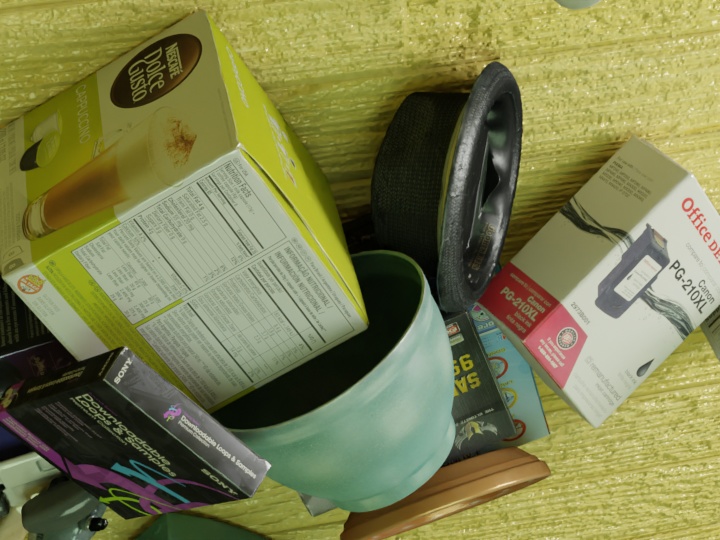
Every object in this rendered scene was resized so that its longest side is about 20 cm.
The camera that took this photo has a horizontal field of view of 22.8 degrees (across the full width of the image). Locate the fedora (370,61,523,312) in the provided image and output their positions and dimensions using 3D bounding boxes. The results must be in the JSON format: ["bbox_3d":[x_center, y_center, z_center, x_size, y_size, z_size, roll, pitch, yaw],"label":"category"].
[{"bbox_3d":[0.063,-0.071,1.422,0.091,0.201,0.201,10,132,18],"label":"fedora"}]

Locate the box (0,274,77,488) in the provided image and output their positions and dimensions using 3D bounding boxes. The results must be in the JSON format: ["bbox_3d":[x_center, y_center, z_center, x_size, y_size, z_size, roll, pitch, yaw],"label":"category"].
[{"bbox_3d":[-0.316,0.099,1.464,0.199,0.105,0.148,-18,131,-2],"label":"box"}]

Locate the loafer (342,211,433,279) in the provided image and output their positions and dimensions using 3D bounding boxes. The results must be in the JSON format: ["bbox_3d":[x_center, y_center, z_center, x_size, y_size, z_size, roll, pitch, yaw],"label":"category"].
[{"bbox_3d":[0.000,0.000,1.494,0.199,0.071,0.073,-13,130,-5],"label":"loafer"}]

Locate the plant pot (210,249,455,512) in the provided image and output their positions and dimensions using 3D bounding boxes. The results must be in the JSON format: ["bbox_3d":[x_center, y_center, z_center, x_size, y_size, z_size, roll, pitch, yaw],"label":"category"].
[{"bbox_3d":[-0.007,0.101,1.382,0.200,0.201,0.134,-29,117,8],"label":"plant pot"}]

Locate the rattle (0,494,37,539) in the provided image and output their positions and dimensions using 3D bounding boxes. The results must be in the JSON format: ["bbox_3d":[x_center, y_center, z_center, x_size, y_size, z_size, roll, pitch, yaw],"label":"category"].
[{"bbox_3d":[-0.323,0.171,1.525,0.143,0.130,0.200,43,112,-4],"label":"rattle"}]

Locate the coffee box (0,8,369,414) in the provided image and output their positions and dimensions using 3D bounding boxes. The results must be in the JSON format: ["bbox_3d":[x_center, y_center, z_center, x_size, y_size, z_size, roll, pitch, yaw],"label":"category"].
[{"bbox_3d":[-0.136,-0.035,1.345,0.197,0.200,0.200,-29,128,9],"label":"coffee box"}]

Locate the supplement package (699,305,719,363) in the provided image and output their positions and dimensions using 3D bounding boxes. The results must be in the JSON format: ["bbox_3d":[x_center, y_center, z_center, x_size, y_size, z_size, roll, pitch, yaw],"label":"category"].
[{"bbox_3d":[0.377,0.055,1.558,0.114,0.200,0.110,31,115,-34],"label":"supplement package"}]

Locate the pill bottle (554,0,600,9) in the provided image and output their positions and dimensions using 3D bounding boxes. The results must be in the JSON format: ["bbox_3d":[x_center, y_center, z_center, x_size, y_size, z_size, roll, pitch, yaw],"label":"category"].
[{"bbox_3d":[0.108,-0.276,1.276,0.200,0.120,0.120,32,113,-33],"label":"pill bottle"}]

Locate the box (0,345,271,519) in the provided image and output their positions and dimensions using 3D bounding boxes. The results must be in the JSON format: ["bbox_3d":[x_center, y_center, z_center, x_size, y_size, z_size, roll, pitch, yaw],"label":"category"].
[{"bbox_3d":[-0.173,0.124,1.310,0.143,0.036,0.200,41,148,-20],"label":"box"}]

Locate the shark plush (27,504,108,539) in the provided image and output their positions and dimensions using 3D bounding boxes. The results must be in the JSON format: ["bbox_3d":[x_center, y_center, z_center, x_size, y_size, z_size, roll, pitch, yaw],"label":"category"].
[{"bbox_3d":[-0.233,0.209,1.586,0.200,0.083,0.091,-41,126,17],"label":"shark plush"}]

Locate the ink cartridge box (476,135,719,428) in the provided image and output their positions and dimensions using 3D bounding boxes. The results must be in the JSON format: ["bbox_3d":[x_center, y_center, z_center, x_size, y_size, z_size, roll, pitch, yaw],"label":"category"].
[{"bbox_3d":[0.218,0.010,1.516,0.200,0.084,0.145,-45,131,-2],"label":"ink cartridge box"}]

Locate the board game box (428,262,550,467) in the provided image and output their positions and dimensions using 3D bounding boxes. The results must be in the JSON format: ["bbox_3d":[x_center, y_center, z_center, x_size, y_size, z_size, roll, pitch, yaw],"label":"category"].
[{"bbox_3d":[0.053,0.097,1.596,0.199,0.056,0.196,-19,130,0],"label":"board game box"}]

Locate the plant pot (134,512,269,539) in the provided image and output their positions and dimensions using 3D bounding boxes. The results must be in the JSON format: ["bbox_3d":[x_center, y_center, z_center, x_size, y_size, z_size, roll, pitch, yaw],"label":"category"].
[{"bbox_3d":[-0.135,0.326,1.678,0.141,0.142,0.200,-42,119,18],"label":"plant pot"}]

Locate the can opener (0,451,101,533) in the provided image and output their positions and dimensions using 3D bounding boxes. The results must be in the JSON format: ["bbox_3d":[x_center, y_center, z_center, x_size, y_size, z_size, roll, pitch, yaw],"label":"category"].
[{"bbox_3d":[-0.303,0.190,1.428,0.199,0.067,0.053,-19,131,-1],"label":"can opener"}]

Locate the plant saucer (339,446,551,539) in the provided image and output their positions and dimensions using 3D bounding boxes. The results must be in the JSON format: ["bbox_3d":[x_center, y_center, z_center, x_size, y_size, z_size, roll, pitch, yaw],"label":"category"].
[{"bbox_3d":[0.072,0.201,1.603,0.199,0.038,0.200,-20,169,-4],"label":"plant saucer"}]

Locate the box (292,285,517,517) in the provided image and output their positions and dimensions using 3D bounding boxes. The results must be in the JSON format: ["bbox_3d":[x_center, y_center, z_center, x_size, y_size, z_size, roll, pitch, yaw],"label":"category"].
[{"bbox_3d":[0.017,0.112,1.530,0.199,0.048,0.159,-22,129,3],"label":"box"}]
